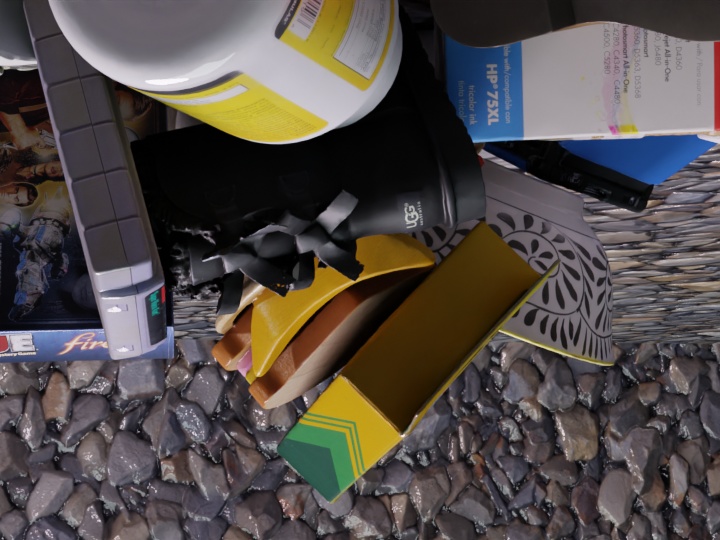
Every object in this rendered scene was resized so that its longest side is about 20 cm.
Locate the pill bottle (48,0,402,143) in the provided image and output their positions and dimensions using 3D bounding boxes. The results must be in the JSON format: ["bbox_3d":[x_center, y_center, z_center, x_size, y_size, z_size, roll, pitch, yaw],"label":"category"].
[{"bbox_3d":[-0.048,-0.117,0.859,0.111,0.113,0.200,-4,173,17],"label":"pill bottle"}]

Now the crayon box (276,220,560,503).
[{"bbox_3d":[0.029,0.050,1.116,0.127,0.051,0.200,-46,178,-24],"label":"crayon box"}]

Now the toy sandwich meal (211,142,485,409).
[{"bbox_3d":[0.000,0.000,1.114,0.204,0.071,0.205,-35,176,-3],"label":"toy sandwich meal"}]

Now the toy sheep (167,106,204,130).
[{"bbox_3d":[-0.059,-0.073,1.172,0.199,0.140,0.137,-11,170,36],"label":"toy sheep"}]

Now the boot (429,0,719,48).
[{"bbox_3d":[0.136,-0.147,0.941,0.198,0.074,0.075,-2,-166,22],"label":"boot"}]

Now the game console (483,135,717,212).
[{"bbox_3d":[0.158,-0.114,1.355,0.170,0.119,0.200,29,-172,27],"label":"game console"}]

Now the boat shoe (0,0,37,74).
[{"bbox_3d":[-0.174,-0.124,0.936,0.063,0.072,0.200,-6,174,19],"label":"boat shoe"}]

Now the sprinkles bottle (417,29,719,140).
[{"bbox_3d":[0.117,-0.109,1.167,0.198,0.069,0.068,-2,173,-4],"label":"sprinkles bottle"}]

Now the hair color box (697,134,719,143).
[{"bbox_3d":[0.276,-0.092,1.148,0.108,0.066,0.200,13,-175,-7],"label":"hair color box"}]

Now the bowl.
[{"bbox_3d":[0.089,-0.019,1.296,0.199,0.095,0.201,20,-175,-2],"label":"bowl"}]

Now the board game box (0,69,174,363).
[{"bbox_3d":[-0.169,-0.046,1.063,0.134,0.202,0.035,-2,148,-7],"label":"board game box"}]

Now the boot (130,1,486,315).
[{"bbox_3d":[-0.039,-0.065,1.001,0.161,0.074,0.199,-15,-140,-8],"label":"boot"}]

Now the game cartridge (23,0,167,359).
[{"bbox_3d":[-0.118,-0.036,0.913,0.038,0.131,0.200,-18,170,-9],"label":"game cartridge"}]

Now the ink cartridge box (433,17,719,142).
[{"bbox_3d":[0.140,-0.110,1.057,0.198,0.068,0.116,-2,-169,0],"label":"ink cartridge box"}]
